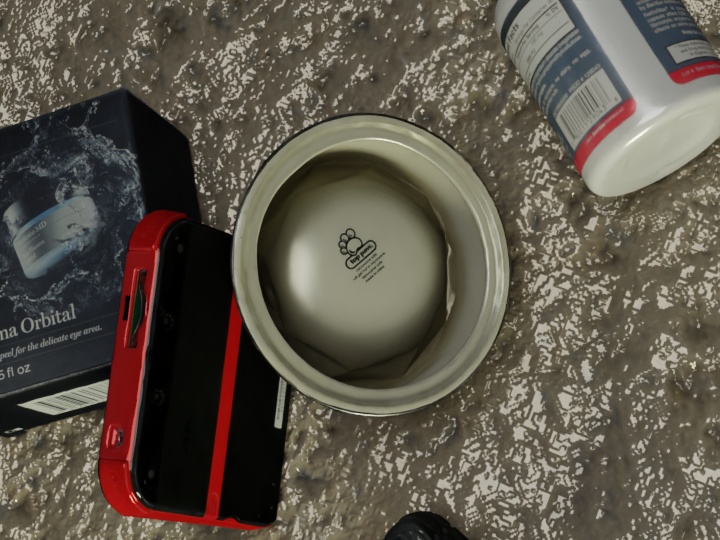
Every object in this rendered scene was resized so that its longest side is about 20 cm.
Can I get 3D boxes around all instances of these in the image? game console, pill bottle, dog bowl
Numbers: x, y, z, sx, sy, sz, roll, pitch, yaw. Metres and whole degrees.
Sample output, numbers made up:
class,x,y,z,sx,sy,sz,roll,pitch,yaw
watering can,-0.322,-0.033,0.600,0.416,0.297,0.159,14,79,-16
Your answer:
class,x,y,z,sx,sy,sz,roll,pitch,yaw
game console,-0.104,0.072,0.963,0.031,0.176,0.203,0,78,31
pill bottle,0.161,-0.165,0.963,0.119,0.120,0.202,-30,71,8
dog bowl,0.000,0.000,0.958,0.197,0.074,0.204,2,82,-18

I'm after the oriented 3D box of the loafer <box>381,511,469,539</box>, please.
class,x,y,z,sx,sy,sz,roll,pitch,yaw
loafer,0.086,0.248,0.926,0.200,0.068,0.071,43,111,18

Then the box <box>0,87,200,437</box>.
class,x,y,z,sx,sy,sz,roll,pitch,yaw
box,-0.223,-0.001,1.045,0.194,0.117,0.203,-16,73,13
